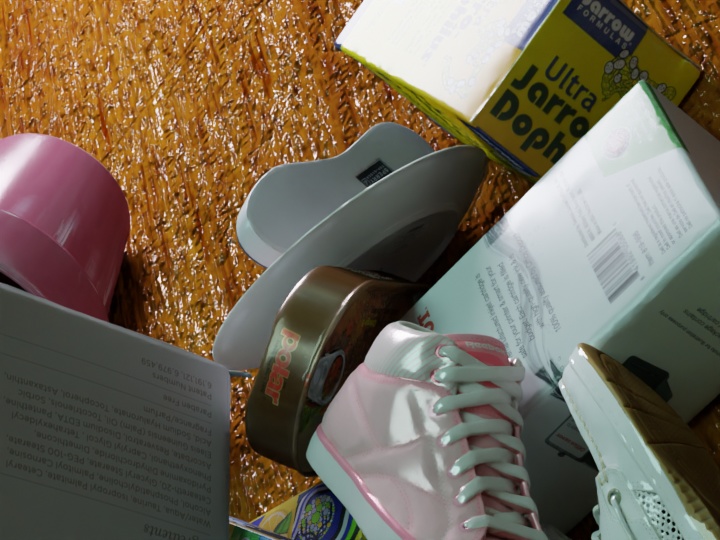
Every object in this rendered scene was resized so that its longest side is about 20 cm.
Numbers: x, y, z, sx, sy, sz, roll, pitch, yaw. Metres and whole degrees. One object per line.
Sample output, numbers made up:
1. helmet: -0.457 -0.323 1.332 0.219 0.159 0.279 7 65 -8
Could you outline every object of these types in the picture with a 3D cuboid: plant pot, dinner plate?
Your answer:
1. plant pot: -0.260 0.001 1.632 0.200 0.200 0.179 -29 23 38
2. dinner plate: 0.000 0.000 1.290 0.200 0.200 0.024 -45 74 18

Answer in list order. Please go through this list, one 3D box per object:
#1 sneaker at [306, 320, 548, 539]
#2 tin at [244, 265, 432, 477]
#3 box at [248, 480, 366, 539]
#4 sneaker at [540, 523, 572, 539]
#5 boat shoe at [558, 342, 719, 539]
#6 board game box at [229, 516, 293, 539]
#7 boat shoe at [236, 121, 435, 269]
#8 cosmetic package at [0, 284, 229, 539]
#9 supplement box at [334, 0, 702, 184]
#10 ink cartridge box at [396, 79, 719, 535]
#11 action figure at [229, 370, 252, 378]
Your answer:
1. sneaker: 0.049 0.089 1.046 0.105 0.075 0.200 -61 36 10
2. tin: -0.009 0.055 1.218 0.042 0.200 0.112 16 93 18
3. box: -0.044 0.183 1.241 0.200 0.070 0.064 -34 41 34
4. sneaker: 0.099 0.193 1.026 0.116 0.074 0.200 -53 29 11
5. boat shoe: 0.135 0.120 1.007 0.069 0.071 0.200 -46 50 20
6. board game box: -0.094 0.211 1.178 0.200 0.057 0.166 13 82 52
7. boat shoe: -0.021 -0.034 1.354 0.066 0.072 0.200 -52 -6 33
8. cosmetic package: -0.179 0.141 1.123 0.167 0.166 0.201 -27 53 39
9. supplement box: 0.089 -0.127 1.315 0.110 0.109 0.200 -55 30 1
10. ink cartridge box: 0.121 0.023 1.148 0.200 0.083 0.147 -45 32 19
11. action figure: -0.158 0.122 1.437 0.200 0.102 0.119 -53 19 8
